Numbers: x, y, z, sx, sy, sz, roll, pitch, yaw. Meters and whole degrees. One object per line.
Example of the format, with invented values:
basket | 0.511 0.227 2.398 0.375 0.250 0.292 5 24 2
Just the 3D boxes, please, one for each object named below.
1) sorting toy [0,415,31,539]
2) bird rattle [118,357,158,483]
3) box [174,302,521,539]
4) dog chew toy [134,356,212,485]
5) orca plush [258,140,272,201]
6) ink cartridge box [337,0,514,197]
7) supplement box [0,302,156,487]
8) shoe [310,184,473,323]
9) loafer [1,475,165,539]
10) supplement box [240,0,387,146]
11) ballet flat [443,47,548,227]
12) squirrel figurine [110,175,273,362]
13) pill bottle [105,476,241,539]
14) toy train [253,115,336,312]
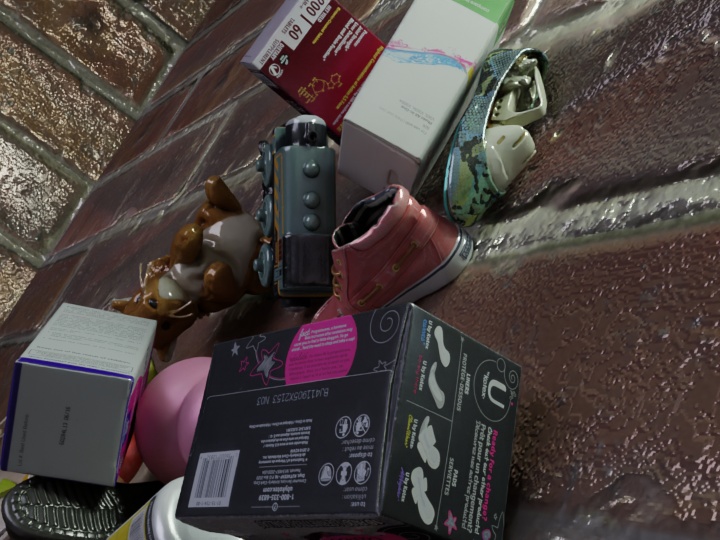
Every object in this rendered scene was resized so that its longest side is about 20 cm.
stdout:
sorting toy | -0.481 0.295 1.473 0.200 0.107 0.181 -40 33 29
bird rattle | -0.220 0.185 1.151 0.200 0.112 0.164 24 90 55
box | -0.009 0.115 0.690 0.199 0.114 0.133 -15 57 45
dog chew toy | -0.117 0.140 0.936 0.199 0.124 0.125 -5 51 52
orca plush | -0.096 -0.159 1.394 0.105 0.071 0.201 -21 38 53
ink cartridge box | 0.062 -0.177 1.014 0.201 0.087 0.145 -62 -5 -14
supplement box | -0.256 0.109 0.981 0.200 0.103 0.102 -114 35 -76
shoe | 0.000 0.000 0.934 0.200 0.091 0.072 -35 28 38
loafer | -0.231 0.231 0.945 0.071 0.199 0.073 -50 46 27
supplement box | -0.014 -0.197 1.111 0.109 0.200 0.061 -54 23 -2
ballet flat | 0.124 -0.124 0.914 0.074 0.074 0.201 -27 37 48
squirrel figurine | -0.189 0.019 1.213 0.187 0.141 0.200 -47 1 -19
pill bottle | -0.176 0.266 0.867 0.200 0.112 0.112 -43 24 25
toy train | -0.060 -0.059 1.079 0.114 0.085 0.202 164 108 -72
